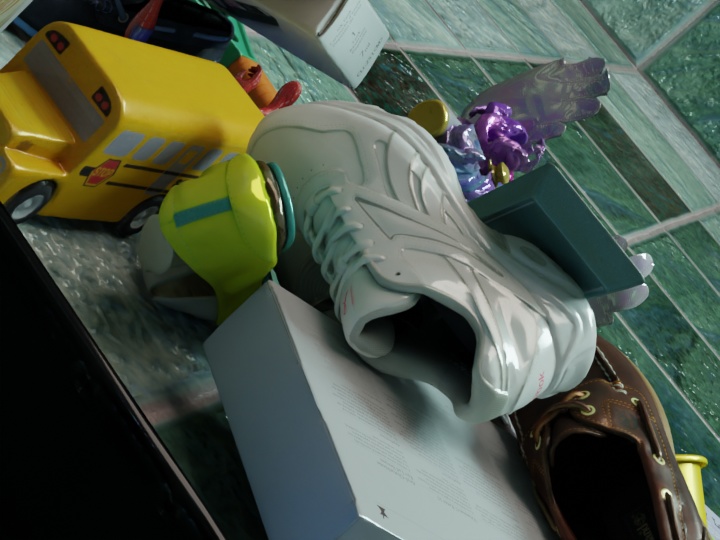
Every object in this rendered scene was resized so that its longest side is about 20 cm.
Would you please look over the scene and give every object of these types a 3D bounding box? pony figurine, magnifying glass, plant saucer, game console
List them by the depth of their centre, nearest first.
[{"bbox_3d":[-0.072,0.082,0.671,0.200,0.116,0.176,54,18,16],"label":"game console"},{"bbox_3d":[0.079,-0.007,0.966,0.070,0.019,0.200,50,-14,-4],"label":"plant saucer"},{"bbox_3d":[0.057,-0.043,1.158,0.200,0.192,0.168,22,58,-62],"label":"pony figurine"},{"bbox_3d":[-0.088,-0.151,1.304,0.079,0.022,0.201,21,33,-57],"label":"magnifying glass"}]

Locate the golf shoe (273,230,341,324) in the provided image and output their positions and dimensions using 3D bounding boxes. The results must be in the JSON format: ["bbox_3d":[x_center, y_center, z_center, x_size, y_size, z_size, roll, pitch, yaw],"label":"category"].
[{"bbox_3d":[0.000,0.000,1.063,0.097,0.078,0.200,51,2,18],"label":"golf shoe"}]

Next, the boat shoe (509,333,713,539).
[{"bbox_3d":[0.115,0.091,0.932,0.070,0.070,0.201,37,19,-46],"label":"boat shoe"}]

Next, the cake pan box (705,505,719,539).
[{"bbox_3d":[0.241,0.231,1.249,0.200,0.052,0.184,42,16,-22],"label":"cake pan box"}]

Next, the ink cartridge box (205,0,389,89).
[{"bbox_3d":[-0.089,-0.187,1.066,0.199,0.044,0.174,33,-2,18],"label":"ink cartridge box"}]

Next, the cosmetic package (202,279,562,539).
[{"bbox_3d":[0.028,0.108,0.886,0.200,0.052,0.151,34,19,-38],"label":"cosmetic package"}]

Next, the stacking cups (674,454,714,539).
[{"bbox_3d":[0.156,0.193,0.962,0.060,0.060,0.201,21,59,-57],"label":"stacking cups"}]

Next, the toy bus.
[{"bbox_3d":[-0.122,-0.067,0.932,0.065,0.078,0.200,53,17,15],"label":"toy bus"}]

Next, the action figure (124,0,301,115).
[{"bbox_3d":[-0.076,-0.109,1.091,0.199,0.099,0.065,1,49,-54],"label":"action figure"}]

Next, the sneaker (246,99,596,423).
[{"bbox_3d":[0.013,-0.007,0.903,0.200,0.078,0.099,38,38,20],"label":"sneaker"}]

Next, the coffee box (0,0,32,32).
[{"bbox_3d":[-0.198,-0.144,0.849,0.080,0.114,0.200,48,16,-1],"label":"coffee box"}]

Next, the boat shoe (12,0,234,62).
[{"bbox_3d":[-0.148,-0.161,1.089,0.200,0.069,0.084,23,30,-56],"label":"boat shoe"}]

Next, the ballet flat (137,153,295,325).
[{"bbox_3d":[-0.072,-0.010,0.930,0.200,0.067,0.067,118,-45,-77],"label":"ballet flat"}]

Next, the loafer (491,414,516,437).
[{"bbox_3d":[0.105,0.115,1.133,0.200,0.063,0.072,41,19,-26],"label":"loafer"}]
